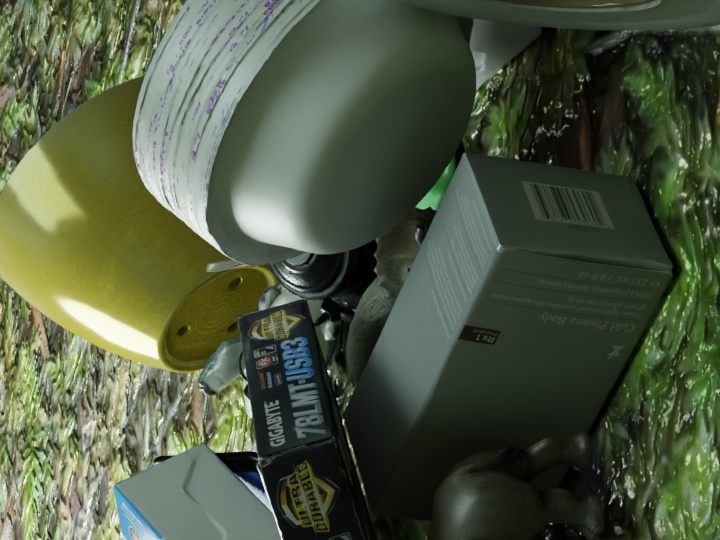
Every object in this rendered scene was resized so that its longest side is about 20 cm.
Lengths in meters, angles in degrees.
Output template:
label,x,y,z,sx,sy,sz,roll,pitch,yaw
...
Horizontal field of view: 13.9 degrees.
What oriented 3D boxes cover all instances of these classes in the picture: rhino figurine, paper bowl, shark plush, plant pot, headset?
label,x,y,z,sx,sy,sz,roll,pitch,yaw
rhino figurine,0.071,0.179,1.571,0.060,0.087,0.201,-116,29,-59
paper bowl,-0.016,-0.090,1.588,0.104,0.200,0.201,39,125,28
shark plush,-0.042,0.018,1.931,0.083,0.091,0.201,-61,-14,-62
plant pot,-0.134,-0.014,2.037,0.142,0.200,0.200,48,133,29
headset,0.000,0.000,1.736,0.094,0.123,0.200,36,93,29

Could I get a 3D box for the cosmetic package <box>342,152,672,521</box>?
label,x,y,z,sx,sy,sz,roll,pitch,yaw
cosmetic package,0.075,0.041,1.582,0.090,0.106,0.200,-109,32,-48

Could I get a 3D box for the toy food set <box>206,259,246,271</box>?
label,x,y,z,sx,sy,sz,roll,pitch,yaw
toy food set,-0.053,-0.100,1.892,0.143,0.060,0.201,-10,-71,-74

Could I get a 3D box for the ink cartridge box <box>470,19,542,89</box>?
label,x,y,z,sx,sy,sz,roll,pitch,yaw
ink cartridge box,0.041,-0.215,1.762,0.145,0.084,0.201,139,133,-59

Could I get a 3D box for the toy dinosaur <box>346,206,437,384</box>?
label,x,y,z,sx,sy,sz,roll,pitch,yaw
toy dinosaur,0.034,0.027,1.690,0.200,0.102,0.077,122,147,-44

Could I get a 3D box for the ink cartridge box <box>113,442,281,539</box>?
label,x,y,z,sx,sy,sz,roll,pitch,yaw
ink cartridge box,-0.083,0.220,1.800,0.116,0.067,0.201,42,148,44

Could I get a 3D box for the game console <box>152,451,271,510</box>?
label,x,y,z,sx,sy,sz,roll,pitch,yaw
game console,-0.054,0.206,1.834,0.200,0.116,0.177,169,106,-67

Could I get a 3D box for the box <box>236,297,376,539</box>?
label,x,y,z,sx,sy,sz,roll,pitch,yaw
box,-0.016,0.142,1.608,0.200,0.050,0.199,-107,0,-68

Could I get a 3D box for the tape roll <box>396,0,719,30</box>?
label,x,y,z,sx,sy,sz,roll,pitch,yaw
tape roll,0.099,-0.170,1.462,0.202,0.202,0.071,172,103,-67
